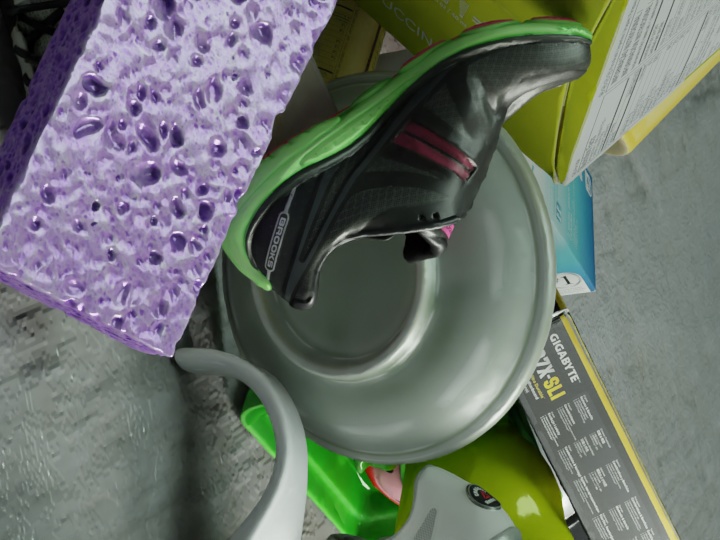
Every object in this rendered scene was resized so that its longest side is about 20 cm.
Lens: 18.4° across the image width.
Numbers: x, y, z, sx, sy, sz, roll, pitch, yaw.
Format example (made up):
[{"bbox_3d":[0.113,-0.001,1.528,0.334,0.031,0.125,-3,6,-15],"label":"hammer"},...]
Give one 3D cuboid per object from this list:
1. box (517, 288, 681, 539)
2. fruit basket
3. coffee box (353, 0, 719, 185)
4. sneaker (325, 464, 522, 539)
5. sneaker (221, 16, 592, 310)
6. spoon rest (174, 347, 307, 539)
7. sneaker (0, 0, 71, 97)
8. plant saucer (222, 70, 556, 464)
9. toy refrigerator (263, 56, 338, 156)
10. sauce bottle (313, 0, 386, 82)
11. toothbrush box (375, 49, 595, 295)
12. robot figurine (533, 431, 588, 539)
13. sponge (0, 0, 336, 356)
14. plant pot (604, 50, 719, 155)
[{"bbox_3d":[0.117,0.077,1.243,0.200,0.049,0.160,62,2,-24],"label":"box"},{"bbox_3d":[0.037,0.113,1.236,0.216,0.155,0.216,-14,90,-75],"label":"fruit basket"},{"bbox_3d":[0.112,-0.207,1.151,0.198,0.200,0.200,-41,164,-21],"label":"coffee box"},{"bbox_3d":[0.003,0.185,1.154,0.089,0.200,0.074,44,13,18],"label":"sneaker"},{"bbox_3d":[0.028,-0.051,1.045,0.084,0.200,0.077,56,-4,0],"label":"sneaker"},{"bbox_3d":[-0.057,0.136,1.103,0.099,0.061,0.200,27,58,-68],"label":"spoon rest"},{"bbox_3d":[-0.117,-0.080,0.981,0.200,0.076,0.088,64,34,-34],"label":"sneaker"},{"bbox_3d":[0.000,0.000,1.112,0.050,0.200,0.200,-5,88,-55],"label":"plant saucer"},{"bbox_3d":[-0.083,-0.129,1.048,0.076,0.070,0.200,41,-19,52],"label":"toy refrigerator"},{"bbox_3d":[-0.015,-0.143,1.266,0.066,0.066,0.200,57,44,-53],"label":"sauce bottle"},{"bbox_3d":[0.049,-0.052,1.348,0.200,0.146,0.085,52,35,-59],"label":"toothbrush box"},{"bbox_3d":[0.126,0.150,1.549,0.125,0.150,0.200,-46,144,-10],"label":"robot figurine"},{"bbox_3d":[-0.086,-0.072,0.955,0.112,0.030,0.200,33,76,-40],"label":"sponge"},{"bbox_3d":[0.161,-0.182,1.369,0.189,0.201,0.201,-57,153,-5],"label":"plant pot"}]
